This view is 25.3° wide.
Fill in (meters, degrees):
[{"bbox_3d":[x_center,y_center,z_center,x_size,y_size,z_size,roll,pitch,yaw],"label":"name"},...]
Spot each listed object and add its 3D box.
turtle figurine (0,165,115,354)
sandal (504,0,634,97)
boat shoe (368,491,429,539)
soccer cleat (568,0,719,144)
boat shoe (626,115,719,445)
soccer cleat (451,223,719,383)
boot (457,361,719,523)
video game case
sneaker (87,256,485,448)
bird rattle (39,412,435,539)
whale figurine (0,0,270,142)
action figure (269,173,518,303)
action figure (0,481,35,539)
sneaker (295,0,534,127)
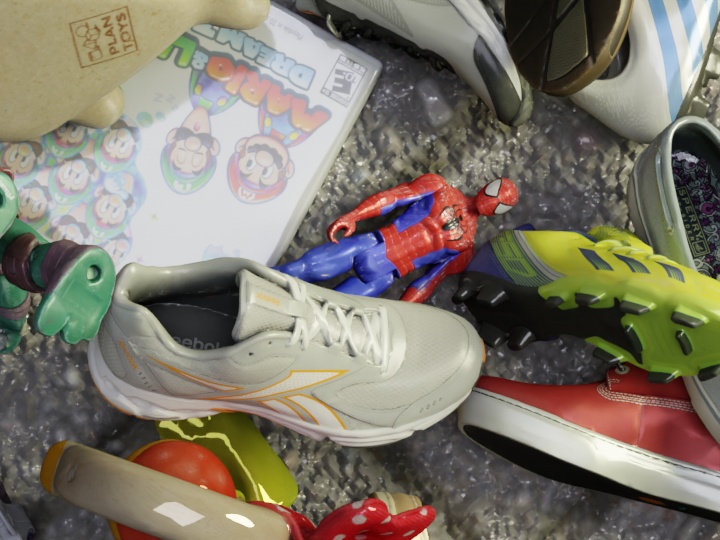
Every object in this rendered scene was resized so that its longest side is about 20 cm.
[{"bbox_3d":[-0.208,-0.016,0.784,0.149,0.199,0.102,18,83,-39],"label":"turtle figurine"},{"bbox_3d":[0.118,-0.171,0.859,0.054,0.082,0.201,31,39,-32],"label":"sandal"},{"bbox_3d":[0.049,0.210,0.850,0.068,0.074,0.202,-12,95,-6],"label":"boat shoe"},{"bbox_3d":[0.173,-0.171,0.885,0.086,0.070,0.202,19,85,1],"label":"soccer cleat"},{"bbox_3d":[0.192,0.014,0.815,0.069,0.072,0.202,-18,70,-9],"label":"boat shoe"},{"bbox_3d":[0.128,0.005,0.814,0.084,0.199,0.065,-46,118,-22],"label":"soccer cleat"},{"bbox_3d":[0.158,0.051,0.871,0.198,0.072,0.146,15,79,-3],"label":"boot"},{"bbox_3d":[-0.115,-0.082,0.889,0.199,0.024,0.183,29,85,0],"label":"video game case"},{"bbox_3d":[-0.032,0.035,0.779,0.198,0.092,0.076,1,62,-9],"label":"sneaker"},{"bbox_3d":[-0.072,0.130,0.787,0.162,0.200,0.114,22,90,-32],"label":"bird rattle"},{"bbox_3d":[-0.150,-0.148,0.827,0.198,0.160,0.104,-16,46,-6],"label":"whale figurine"},{"bbox_3d":[0.000,0.000,0.866,0.199,0.052,0.066,-29,96,-15],"label":"action figure"},{"bbox_3d":[-0.166,0.203,0.841,0.130,0.069,0.201,-39,91,-10],"label":"action figure"},{"bbox_3d":[0.017,-0.148,0.882,0.079,0.074,0.200,-45,82,4],"label":"sneaker"}]
